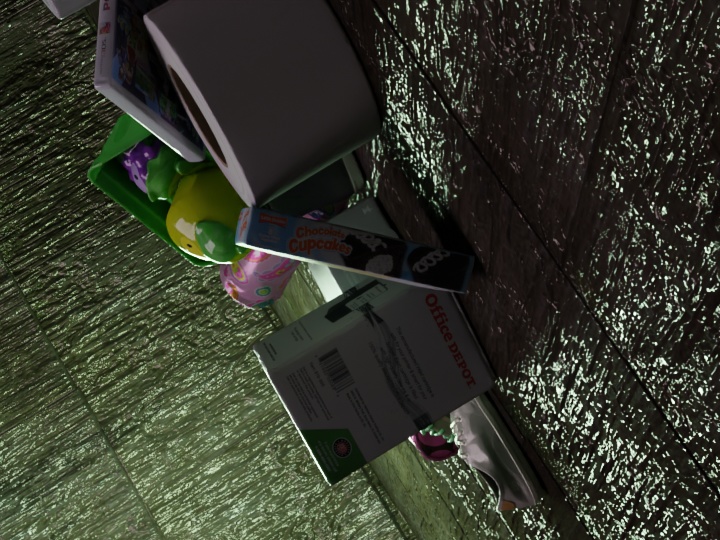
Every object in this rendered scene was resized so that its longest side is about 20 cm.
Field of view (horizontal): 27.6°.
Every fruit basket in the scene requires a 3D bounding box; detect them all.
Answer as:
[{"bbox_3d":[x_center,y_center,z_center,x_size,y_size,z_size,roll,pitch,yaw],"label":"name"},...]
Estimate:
[{"bbox_3d":[-0.177,-0.071,1.573,0.215,0.155,0.217,43,-146,-39],"label":"fruit basket"}]

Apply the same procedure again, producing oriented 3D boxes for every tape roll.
[{"bbox_3d":[-0.090,-0.175,1.339,0.204,0.138,0.203,57,172,12],"label":"tape roll"}]

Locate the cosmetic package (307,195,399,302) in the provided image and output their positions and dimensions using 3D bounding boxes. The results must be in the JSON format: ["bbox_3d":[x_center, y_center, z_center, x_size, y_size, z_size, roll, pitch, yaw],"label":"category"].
[{"bbox_3d":[0.000,0.000,1.620,0.107,0.090,0.200,60,176,9],"label":"cosmetic package"}]

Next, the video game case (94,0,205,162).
[{"bbox_3d":[-0.197,-0.224,1.422,0.200,0.023,0.184,40,-132,-65],"label":"video game case"}]

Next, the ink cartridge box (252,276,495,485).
[{"bbox_3d":[0.015,0.095,1.470,0.147,0.199,0.083,63,174,-23],"label":"ink cartridge box"}]

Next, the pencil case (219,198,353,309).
[{"bbox_3d":[-0.089,-0.037,1.720,0.088,0.087,0.200,56,132,15],"label":"pencil case"}]

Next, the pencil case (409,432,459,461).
[{"bbox_3d":[0.062,0.153,1.811,0.200,0.090,0.094,-139,33,-59],"label":"pencil case"}]

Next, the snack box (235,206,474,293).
[{"bbox_3d":[-0.009,-0.018,1.301,0.116,0.198,0.037,-174,96,-80],"label":"snack box"}]

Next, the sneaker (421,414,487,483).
[{"bbox_3d":[0.086,0.164,1.673,0.201,0.088,0.077,58,172,9],"label":"sneaker"}]

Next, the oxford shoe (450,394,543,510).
[{"bbox_3d":[0.125,0.174,1.591,0.201,0.057,0.075,59,175,15],"label":"oxford shoe"}]

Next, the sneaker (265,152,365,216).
[{"bbox_3d":[-0.079,-0.141,1.507,0.201,0.106,0.075,63,171,-25],"label":"sneaker"}]

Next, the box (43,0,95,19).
[{"bbox_3d":[-0.293,-0.408,1.526,0.199,0.199,0.172,48,168,52],"label":"box"}]
